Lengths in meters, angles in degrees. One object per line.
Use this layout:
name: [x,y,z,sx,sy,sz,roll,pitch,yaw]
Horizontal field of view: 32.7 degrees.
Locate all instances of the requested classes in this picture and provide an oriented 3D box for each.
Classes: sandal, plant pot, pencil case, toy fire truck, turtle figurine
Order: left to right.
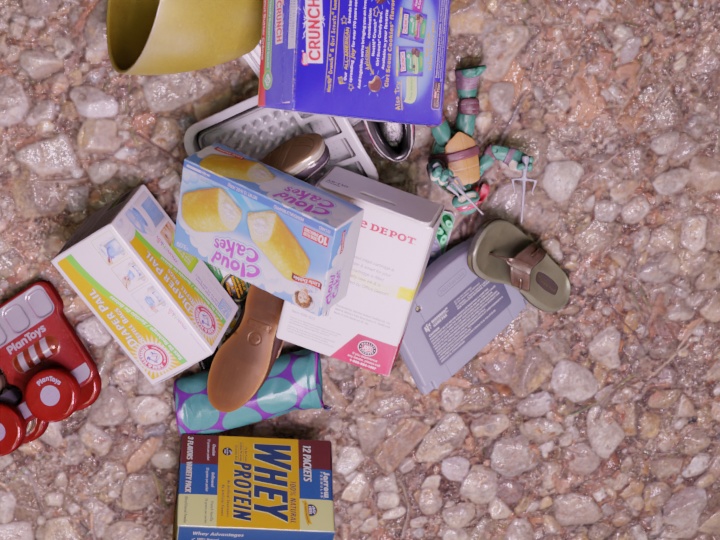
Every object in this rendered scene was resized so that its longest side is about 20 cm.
toy fire truck: [-0.434,0.128,1.543,0.199,0.112,0.169,-31,90,6]
plant pot: [-0.180,-0.303,1.345,0.141,0.200,0.201,7,114,-29]
pencil case: [-0.143,0.160,1.594,0.199,0.092,0.086,-13,76,0]
turtle figurine: [0.125,-0.139,1.487,0.149,0.100,0.201,-24,105,-36]
sandal: [0.211,-0.006,1.551,0.200,0.057,0.080,27,84,-38]

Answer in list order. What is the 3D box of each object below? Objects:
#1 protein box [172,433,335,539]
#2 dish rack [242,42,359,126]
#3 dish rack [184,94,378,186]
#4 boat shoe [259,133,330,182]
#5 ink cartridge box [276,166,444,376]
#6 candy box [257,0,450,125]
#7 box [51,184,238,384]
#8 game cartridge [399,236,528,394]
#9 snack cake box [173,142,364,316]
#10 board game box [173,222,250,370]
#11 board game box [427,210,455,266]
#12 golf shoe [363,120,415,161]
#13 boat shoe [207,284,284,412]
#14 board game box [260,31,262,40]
protein box: [-0.144,0.328,1.601,0.197,0.135,0.201,4,138,-9]
dish rack: [-0.041,-0.258,1.449,0.171,0.044,0.200,-34,114,7]
dish rack: [-0.092,-0.139,1.465,0.199,0.044,0.172,-21,118,22]
boat shoe: [-0.102,-0.090,1.425,0.199,0.072,0.065,-31,118,32]
ink cartridge box: [0.000,0.000,1.426,0.144,0.083,0.201,20,115,6]
candy box: [-0.005,-0.244,1.290,0.199,0.077,0.170,1,96,-38]
box: [-0.255,0.019,1.481,0.101,0.113,0.200,-27,110,25]
game cartridge: [0.123,0.046,1.558,0.200,0.041,0.134,-39,116,-22]
snack cake box: [-0.104,-0.047,1.354,0.199,0.067,0.116,25,122,19]
board game box: [-0.186,0.025,1.564,0.104,0.023,0.201,-16,114,1]
board game box: [0.004,0.002,1.576,0.199,0.026,0.201,11,111,-11]
golf shoe: [0.022,-0.220,1.401,0.072,0.092,0.201,-20,114,2]
boat shoe: [-0.126,0.083,1.530,0.070,0.070,0.201,28,98,10]
board game box: [-0.060,-0.341,1.344,0.047,0.102,0.201,11,95,7]
